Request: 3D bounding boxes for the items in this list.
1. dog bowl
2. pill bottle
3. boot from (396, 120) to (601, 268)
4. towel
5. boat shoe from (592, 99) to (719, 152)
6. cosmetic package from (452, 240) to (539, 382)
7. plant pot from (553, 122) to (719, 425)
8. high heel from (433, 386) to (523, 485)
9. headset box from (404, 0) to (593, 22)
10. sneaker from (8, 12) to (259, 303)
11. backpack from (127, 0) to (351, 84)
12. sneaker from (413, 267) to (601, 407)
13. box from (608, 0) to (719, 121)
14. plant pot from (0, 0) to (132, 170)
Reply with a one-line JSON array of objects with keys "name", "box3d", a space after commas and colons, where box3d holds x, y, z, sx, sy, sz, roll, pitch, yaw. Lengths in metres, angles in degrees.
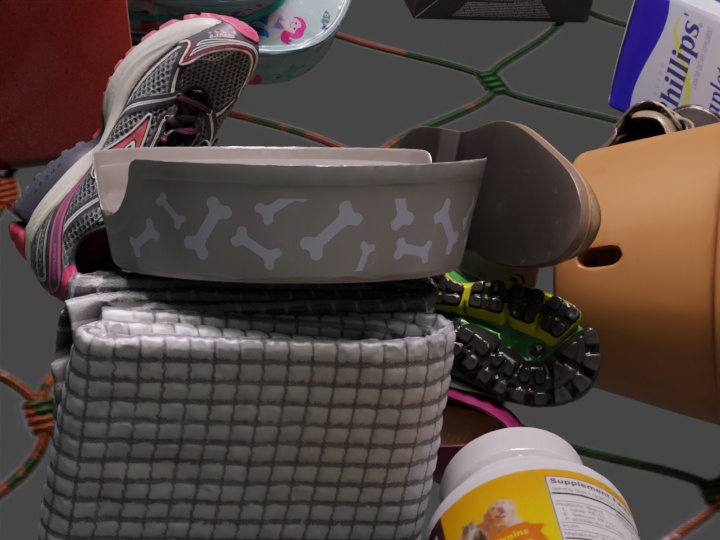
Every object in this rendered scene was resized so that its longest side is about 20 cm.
[{"name": "dog bowl", "box3d": [-0.036, -0.030, 1.118, 0.200, 0.059, 0.200, 0, 6, 0]}, {"name": "pill bottle", "box3d": [0.091, 0.167, 1.083, 0.109, 0.109, 0.200, 3, 33, -10]}, {"name": "boot", "box3d": [0.090, -0.041, 1.220, 0.075, 0.074, 0.200, 14, 5, -25]}, {"name": "towel", "box3d": [-0.062, 0.082, 1.121, 0.200, 0.166, 0.086, 1, 31, -16]}, {"name": "boat shoe", "box3d": [0.204, -0.074, 1.511, 0.074, 0.073, 0.200, 23, 35, 18]}, {"name": "cosmetic package", "box3d": [0.000, 0.000, 1.315, 0.200, 0.087, 0.103, 9, 20, -2]}, {"name": "plant pot", "box3d": [0.195, 0.002, 1.308, 0.140, 0.200, 0.200, 2, 30, 18]}, {"name": "high heel", "box3d": [-0.004, 0.068, 1.209, 0.200, 0.096, 0.067, 16, 69, 6]}, {"name": "headset box", "box3d": [0.092, -0.278, 1.788, 0.148, 0.075, 0.200, -1, 35, -17]}, {"name": "sneaker", "box3d": [-0.122, -0.064, 1.321, 0.081, 0.200, 0.075, 23, 20, -44]}, {"name": "backpack", "box3d": [-0.100, -0.224, 1.565, 0.200, 0.151, 0.178, 10, 73, -12]}, {"name": "sneaker", "box3d": [0.036, 0.028, 1.229, 0.200, 0.078, 0.085, 27, -9, 11]}, {"name": "box", "box3d": [0.318, -0.157, 1.641, 0.200, 0.105, 0.184, 26, 36, 24]}, {"name": "plant pot", "box3d": [-0.272, -0.174, 1.442, 0.176, 0.200, 0.200, -24, 45, -23]}]
